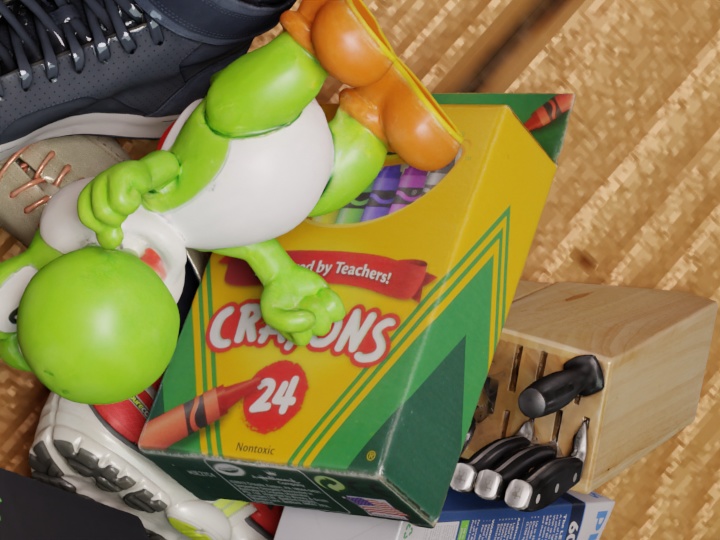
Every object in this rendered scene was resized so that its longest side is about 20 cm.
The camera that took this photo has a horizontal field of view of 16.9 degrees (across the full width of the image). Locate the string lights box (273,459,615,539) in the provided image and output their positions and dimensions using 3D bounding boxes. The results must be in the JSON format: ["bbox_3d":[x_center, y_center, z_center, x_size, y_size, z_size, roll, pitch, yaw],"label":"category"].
[{"bbox_3d":[0.033,0.141,1.080,0.200,0.059,0.103,7,104,-59],"label":"string lights box"}]

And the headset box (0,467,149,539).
[{"bbox_3d":[-0.133,0.174,0.929,0.092,0.175,0.200,-27,159,10],"label":"headset box"}]

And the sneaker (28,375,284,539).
[{"bbox_3d":[-0.057,0.093,1.088,0.200,0.077,0.085,40,58,-36],"label":"sneaker"}]

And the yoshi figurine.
[{"bbox_3d":[-0.059,-0.015,0.927,0.200,0.112,0.113,-36,85,7],"label":"yoshi figurine"}]

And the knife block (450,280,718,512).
[{"bbox_3d":[0.097,0.058,1.072,0.199,0.176,0.064,5,106,-21],"label":"knife block"}]

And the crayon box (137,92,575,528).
[{"bbox_3d":[0.000,0.000,1.004,0.051,0.127,0.201,44,57,-45],"label":"crayon box"}]

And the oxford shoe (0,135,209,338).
[{"bbox_3d":[-0.128,-0.041,1.018,0.200,0.074,0.071,40,91,-25],"label":"oxford shoe"}]

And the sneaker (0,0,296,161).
[{"bbox_3d":[-0.105,-0.109,0.941,0.202,0.077,0.146,-13,157,-45],"label":"sneaker"}]
